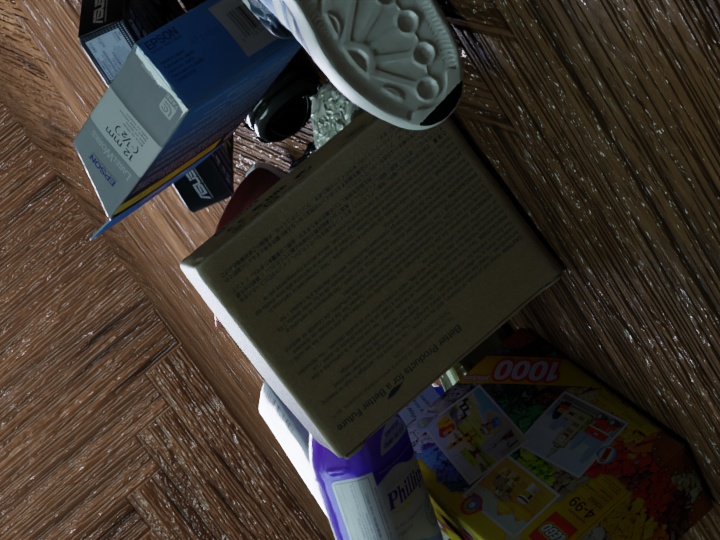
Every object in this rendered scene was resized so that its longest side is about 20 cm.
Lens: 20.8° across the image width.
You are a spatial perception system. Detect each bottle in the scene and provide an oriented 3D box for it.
[{"bbox_3d":[0.003,0.138,1.394,0.084,0.065,0.201,-40,-65,-61],"label":"bottle"}]

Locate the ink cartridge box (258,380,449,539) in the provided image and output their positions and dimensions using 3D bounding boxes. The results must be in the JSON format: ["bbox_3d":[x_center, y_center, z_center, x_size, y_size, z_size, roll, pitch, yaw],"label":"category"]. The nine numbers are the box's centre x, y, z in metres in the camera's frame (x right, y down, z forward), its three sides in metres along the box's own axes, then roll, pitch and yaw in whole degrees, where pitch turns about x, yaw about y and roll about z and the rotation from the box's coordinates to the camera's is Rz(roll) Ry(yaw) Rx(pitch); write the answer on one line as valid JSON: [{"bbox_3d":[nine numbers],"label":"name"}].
[{"bbox_3d":[0.044,0.146,1.613,0.197,0.199,0.044,50,140,47],"label":"ink cartridge box"}]

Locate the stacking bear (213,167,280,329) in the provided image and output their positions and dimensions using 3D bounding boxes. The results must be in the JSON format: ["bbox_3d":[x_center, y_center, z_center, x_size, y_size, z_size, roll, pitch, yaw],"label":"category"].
[{"bbox_3d":[0.000,0.000,1.478,0.199,0.114,0.122,16,144,11],"label":"stacking bear"}]

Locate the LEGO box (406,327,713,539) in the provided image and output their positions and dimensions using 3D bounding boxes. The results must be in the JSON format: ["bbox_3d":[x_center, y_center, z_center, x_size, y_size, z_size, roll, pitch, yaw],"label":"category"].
[{"bbox_3d":[0.134,0.152,1.435,0.200,0.149,0.077,37,163,50],"label":"LEGO box"}]

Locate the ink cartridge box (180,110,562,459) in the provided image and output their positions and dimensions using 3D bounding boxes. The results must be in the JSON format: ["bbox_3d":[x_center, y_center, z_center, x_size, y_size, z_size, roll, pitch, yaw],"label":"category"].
[{"bbox_3d":[0.007,-0.002,1.312,0.165,0.200,0.075,53,169,-12],"label":"ink cartridge box"}]

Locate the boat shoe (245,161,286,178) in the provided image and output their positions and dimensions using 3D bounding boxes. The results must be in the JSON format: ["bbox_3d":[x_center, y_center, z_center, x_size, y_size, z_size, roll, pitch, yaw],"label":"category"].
[{"bbox_3d":[-0.047,-0.008,1.791,0.200,0.065,0.074,50,-159,5],"label":"boat shoe"}]

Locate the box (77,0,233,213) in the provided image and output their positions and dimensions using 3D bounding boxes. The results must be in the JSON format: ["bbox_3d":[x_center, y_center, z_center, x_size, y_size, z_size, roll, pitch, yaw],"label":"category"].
[{"bbox_3d":[-0.171,-0.173,1.676,0.161,0.044,0.201,-96,-20,-50],"label":"box"}]

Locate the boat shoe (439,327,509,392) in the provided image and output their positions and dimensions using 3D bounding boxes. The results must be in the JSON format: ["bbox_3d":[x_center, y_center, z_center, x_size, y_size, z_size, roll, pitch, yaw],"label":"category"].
[{"bbox_3d":[0.095,0.079,1.567,0.201,0.073,0.063,56,176,-12],"label":"boat shoe"}]

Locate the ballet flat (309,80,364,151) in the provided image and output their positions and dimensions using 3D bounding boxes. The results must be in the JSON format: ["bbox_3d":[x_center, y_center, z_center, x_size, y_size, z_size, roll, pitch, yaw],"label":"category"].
[{"bbox_3d":[0.009,-0.040,1.382,0.072,0.071,0.202,-179,76,-75],"label":"ballet flat"}]

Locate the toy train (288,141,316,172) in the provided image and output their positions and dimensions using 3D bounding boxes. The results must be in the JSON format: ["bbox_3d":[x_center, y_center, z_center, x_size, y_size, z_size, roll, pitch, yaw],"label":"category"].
[{"bbox_3d":[-0.024,-0.086,1.555,0.034,0.046,0.200,52,169,-8],"label":"toy train"}]

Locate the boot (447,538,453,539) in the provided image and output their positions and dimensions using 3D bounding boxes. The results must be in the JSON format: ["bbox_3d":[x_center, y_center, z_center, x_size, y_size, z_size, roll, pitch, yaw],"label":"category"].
[{"bbox_3d":[0.142,0.265,1.545,0.073,0.199,0.157,21,119,45],"label":"boot"}]

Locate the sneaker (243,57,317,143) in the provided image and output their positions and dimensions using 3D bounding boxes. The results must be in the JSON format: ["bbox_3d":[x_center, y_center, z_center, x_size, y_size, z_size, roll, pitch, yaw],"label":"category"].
[{"bbox_3d":[-0.088,-0.137,1.576,0.099,0.070,0.200,54,165,7],"label":"sneaker"}]

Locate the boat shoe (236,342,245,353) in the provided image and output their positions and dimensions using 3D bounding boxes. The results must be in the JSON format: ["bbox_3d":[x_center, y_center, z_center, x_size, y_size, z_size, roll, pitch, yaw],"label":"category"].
[{"bbox_3d":[-0.056,0.055,1.668,0.200,0.067,0.072,40,-157,-48],"label":"boat shoe"}]

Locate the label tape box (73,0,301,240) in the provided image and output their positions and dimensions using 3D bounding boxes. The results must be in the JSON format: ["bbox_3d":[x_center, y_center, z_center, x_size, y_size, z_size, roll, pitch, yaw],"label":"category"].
[{"bbox_3d":[-0.135,-0.121,1.440,0.066,0.143,0.200,50,141,2],"label":"label tape box"}]

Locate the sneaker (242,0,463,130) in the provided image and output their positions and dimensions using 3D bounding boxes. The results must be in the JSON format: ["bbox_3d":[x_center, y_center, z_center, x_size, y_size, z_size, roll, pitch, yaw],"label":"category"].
[{"bbox_3d":[-0.014,-0.163,1.220,0.200,0.081,0.146,45,179,2],"label":"sneaker"}]
